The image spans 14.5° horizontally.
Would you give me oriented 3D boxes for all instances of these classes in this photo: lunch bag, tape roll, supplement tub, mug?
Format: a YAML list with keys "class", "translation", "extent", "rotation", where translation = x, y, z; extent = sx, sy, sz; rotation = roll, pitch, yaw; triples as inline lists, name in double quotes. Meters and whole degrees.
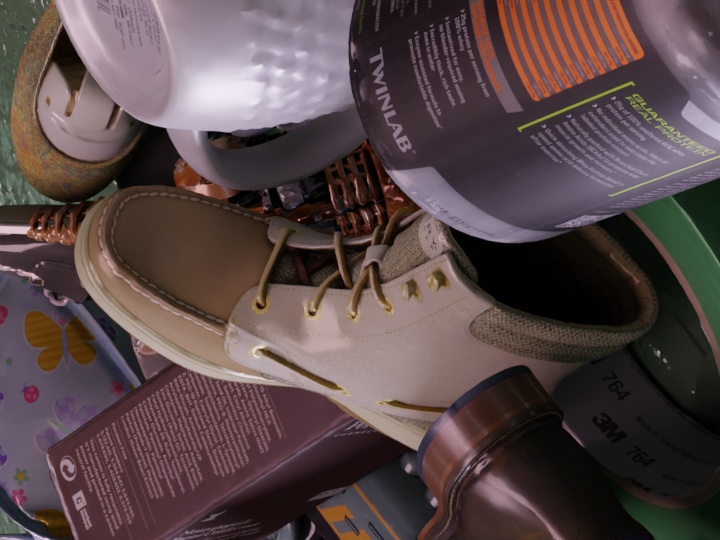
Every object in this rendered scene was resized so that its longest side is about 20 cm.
- class: "lunch bag"
  translation: [-0.135, 0.101, 1.494]
  extent: [0.200, 0.127, 0.170]
  rotation: [47, -177, 24]
- class: "tape roll"
  translation: [0.112, 0.016, 1.107]
  extent: [0.200, 0.048, 0.201]
  rotation: [42, 148, 34]
- class: "supplement tub"
  translation: [0.097, -0.087, 0.928]
  extent: [0.200, 0.122, 0.123]
  rotation: [-19, 98, 52]
- class: "mug"
  translation: [-0.023, -0.112, 1.083]
  extent: [0.148, 0.175, 0.200]
  rotation: [44, 149, 33]

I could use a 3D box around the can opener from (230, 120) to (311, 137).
- class: "can opener"
  translation: [-0.044, -0.158, 1.172]
  extent: [0.067, 0.053, 0.200]
  rotation: [-19, 82, 51]

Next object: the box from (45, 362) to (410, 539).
- class: "box"
  translation: [-0.041, 0.069, 1.290]
  extent: [0.200, 0.100, 0.075]
  rotation: [-37, 69, 40]

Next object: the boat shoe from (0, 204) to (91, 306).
- class: "boat shoe"
  translation: [-0.100, 0.001, 1.337]
  extent: [0.067, 0.199, 0.057]
  rotation: [-57, -31, -78]

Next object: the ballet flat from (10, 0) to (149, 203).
- class: "ballet flat"
  translation: [-0.111, -0.107, 1.294]
  extent: [0.071, 0.071, 0.200]
  rotation: [43, 120, 33]

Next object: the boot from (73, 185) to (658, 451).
- class: "boot"
  translation: [0.000, 0.000, 1.082]
  extent: [0.200, 0.072, 0.155]
  rotation: [24, 154, -11]

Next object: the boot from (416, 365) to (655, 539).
- class: "boot"
  translation: [0.076, 0.114, 1.090]
  extent: [0.097, 0.075, 0.200]
  rotation: [52, 176, 21]

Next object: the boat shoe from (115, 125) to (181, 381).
- class: "boat shoe"
  translation: [-0.078, -0.019, 1.403]
  extent: [0.073, 0.074, 0.200]
  rotation: [-65, -30, -68]

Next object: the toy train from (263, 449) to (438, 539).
- class: "toy train"
  translation: [0.016, 0.126, 1.364]
  extent: [0.200, 0.085, 0.114]
  rotation: [52, 139, 26]

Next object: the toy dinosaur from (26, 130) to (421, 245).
- class: "toy dinosaur"
  translation: [-0.046, -0.041, 1.231]
  extent: [0.200, 0.136, 0.102]
  rotation: [10, 118, 7]
